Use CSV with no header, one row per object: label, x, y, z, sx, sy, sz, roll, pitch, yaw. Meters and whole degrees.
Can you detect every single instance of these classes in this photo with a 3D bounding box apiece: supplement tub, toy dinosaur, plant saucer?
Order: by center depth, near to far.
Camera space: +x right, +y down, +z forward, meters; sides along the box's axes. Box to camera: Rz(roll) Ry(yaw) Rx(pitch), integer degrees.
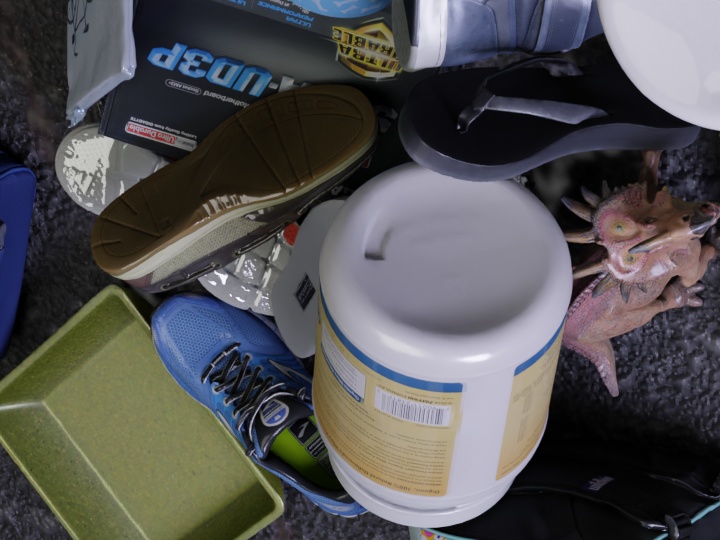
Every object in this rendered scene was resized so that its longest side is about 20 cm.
supplement tub,0.227,-0.171,1.423,0.145,0.200,0.146,16,121,28
supplement tub,0.044,0.048,1.583,0.144,0.145,0.201,32,148,18
toy dinosaur,0.152,0.002,1.607,0.086,0.135,0.201,37,130,14
plant saucer,-0.156,0.123,1.946,0.200,0.048,0.200,52,131,1

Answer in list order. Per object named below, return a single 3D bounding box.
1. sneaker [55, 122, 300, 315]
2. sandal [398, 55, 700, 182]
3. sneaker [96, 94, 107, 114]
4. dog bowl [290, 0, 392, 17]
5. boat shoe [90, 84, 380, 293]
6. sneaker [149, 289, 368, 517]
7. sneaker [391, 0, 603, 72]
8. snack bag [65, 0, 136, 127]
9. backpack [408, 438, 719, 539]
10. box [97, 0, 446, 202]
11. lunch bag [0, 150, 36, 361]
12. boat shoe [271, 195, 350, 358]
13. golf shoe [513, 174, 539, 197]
sneaker,-0.109,-0.046,1.821,0.199,0.082,0.077,34,103,-8
sandal,0.110,-0.099,1.557,0.076,0.199,0.043,60,148,33
sneaker,-0.124,-0.187,1.739,0.073,0.080,0.201,18,126,-12
dog bowl,-0.040,-0.232,1.634,0.200,0.111,0.050,48,147,19
boat shoe,-0.072,-0.050,1.686,0.199,0.065,0.074,-25,59,13
sneaker,-0.060,0.085,1.818,0.200,0.089,0.079,41,88,4
sneaker,0.095,-0.214,1.538,0.145,0.077,0.203,-4,122,-10
snack bag,-0.157,-0.201,1.684,0.188,0.021,0.202,160,110,-71
backpack,0.130,0.186,1.693,0.199,0.176,0.154,12,116,33
box,-0.051,-0.130,1.690,0.199,0.046,0.160,17,125,-4
lunch bag,-0.309,-0.011,1.926,0.132,0.136,0.201,27,125,21
boat shoe,0.000,0.000,1.722,0.072,0.065,0.200,62,156,16
golf shoe,0.062,0.011,1.718,0.088,0.077,0.201,22,124,33
